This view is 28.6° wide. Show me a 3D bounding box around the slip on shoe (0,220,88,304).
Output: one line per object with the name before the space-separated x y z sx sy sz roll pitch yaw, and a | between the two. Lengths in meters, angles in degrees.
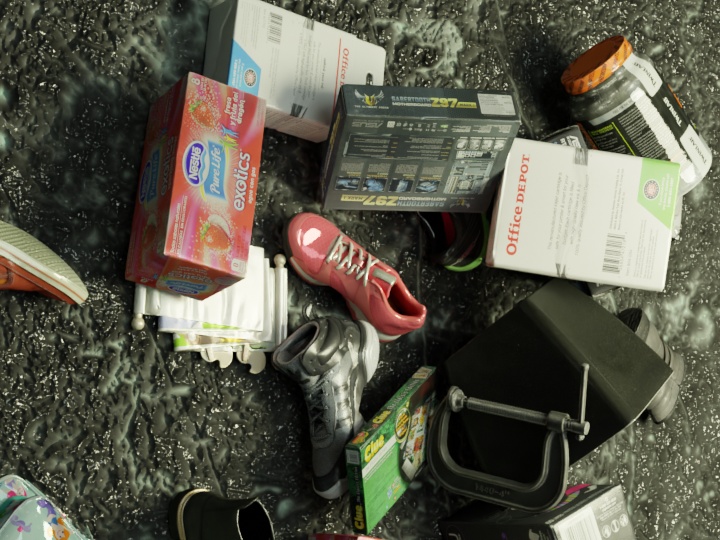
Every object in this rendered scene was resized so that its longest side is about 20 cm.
slip on shoe | -0.350 -0.009 1.347 0.199 0.074 0.062 25 104 -37

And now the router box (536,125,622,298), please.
router box | 0.262 -0.070 1.729 0.061 0.150 0.202 -22 91 -1

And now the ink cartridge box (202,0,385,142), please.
ink cartridge box | -0.073 -0.216 1.569 0.198 0.068 0.118 15 75 -33

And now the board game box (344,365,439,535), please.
board game box | 0.039 0.194 1.555 0.200 0.023 0.106 -38 131 -55

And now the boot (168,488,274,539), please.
boot | -0.116 0.317 1.414 0.077 0.138 0.202 -30 101 -34

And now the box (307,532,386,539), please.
box | -0.008 0.387 1.506 0.095 0.099 0.203 18 74 -33

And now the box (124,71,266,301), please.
box | -0.168 -0.084 1.446 0.094 0.102 0.203 17 67 -28

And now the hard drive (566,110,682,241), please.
hard drive | 0.352 -0.129 1.884 0.198 0.038 0.142 17 73 -32

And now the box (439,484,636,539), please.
box | 0.204 0.312 1.608 0.121 0.199 0.107 -21 95 -36

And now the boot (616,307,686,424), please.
boot | 0.356 0.161 1.827 0.132 0.069 0.201 46 64 -27

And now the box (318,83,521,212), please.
box | 0.062 -0.132 1.562 0.197 0.159 0.051 1 52 -12

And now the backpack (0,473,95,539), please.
backpack | -0.309 0.302 1.279 0.201 0.150 0.178 53 56 -23

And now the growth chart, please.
growth chart | -0.156 0.028 1.503 0.198 0.018 0.147 16 74 -33

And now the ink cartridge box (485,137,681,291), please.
ink cartridge box | 0.250 -0.063 1.611 0.197 0.084 0.148 9 91 -2

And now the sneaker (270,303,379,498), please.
sneaker | -0.047 0.137 1.525 0.113 0.075 0.203 26 64 -38

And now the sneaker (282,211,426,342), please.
sneaker | 0.000 0.000 1.576 0.200 0.086 0.074 43 60 -24

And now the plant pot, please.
plant pot | 0.212 0.126 1.630 0.178 0.200 0.199 52 28 6

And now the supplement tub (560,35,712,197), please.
supplement tub | 0.346 -0.188 1.790 0.201 0.122 0.123 52 58 -18

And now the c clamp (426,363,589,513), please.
c clamp | 0.161 0.177 1.552 0.027 0.198 0.173 -17 107 -58

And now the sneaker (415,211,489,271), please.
sneaker | 0.104 -0.100 1.676 0.083 0.076 0.203 -4 85 -40
